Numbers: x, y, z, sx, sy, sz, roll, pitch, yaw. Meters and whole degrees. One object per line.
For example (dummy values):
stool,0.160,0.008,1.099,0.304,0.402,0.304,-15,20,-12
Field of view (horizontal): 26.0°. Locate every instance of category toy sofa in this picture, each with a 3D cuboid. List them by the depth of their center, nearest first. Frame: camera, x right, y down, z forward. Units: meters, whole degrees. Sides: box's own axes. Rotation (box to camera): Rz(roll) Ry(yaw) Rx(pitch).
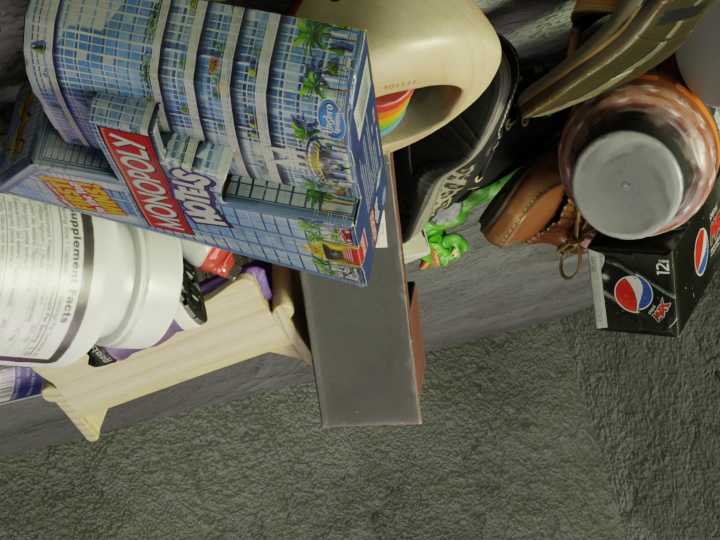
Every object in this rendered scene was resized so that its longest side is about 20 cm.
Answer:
toy sofa,-0.133,0.036,1.104,0.198,0.083,0.098,-20,130,16

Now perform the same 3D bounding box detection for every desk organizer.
desk organizer,0.000,0.000,1.060,0.071,0.202,0.077,-3,-154,9

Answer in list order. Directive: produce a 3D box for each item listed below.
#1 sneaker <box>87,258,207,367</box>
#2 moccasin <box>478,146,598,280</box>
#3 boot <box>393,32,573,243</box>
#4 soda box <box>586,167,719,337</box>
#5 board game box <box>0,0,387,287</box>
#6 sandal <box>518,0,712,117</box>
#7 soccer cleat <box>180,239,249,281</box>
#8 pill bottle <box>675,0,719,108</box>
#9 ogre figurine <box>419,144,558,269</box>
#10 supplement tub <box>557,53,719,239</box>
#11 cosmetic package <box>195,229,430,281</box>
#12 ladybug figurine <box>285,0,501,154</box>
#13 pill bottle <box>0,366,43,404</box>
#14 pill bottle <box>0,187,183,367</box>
sneaker,-0.158,-0.003,1.028,0.087,0.076,0.200,-30,-160,4
moccasin,0.155,-0.043,1.136,0.074,0.078,0.201,-48,160,26
boot,0.090,-0.113,1.059,0.153,0.074,0.204,-30,163,-32
soda box,0.228,-0.032,1.132,0.063,0.072,0.200,4,-150,28
board game box,-0.092,-0.065,0.748,0.197,0.062,0.200,10,164,7
sandal,0.159,-0.158,0.898,0.081,0.055,0.200,-16,159,-38
soccer cleat,-0.093,-0.057,1.025,0.069,0.085,0.200,-54,-174,20
pill bottle,0.303,-0.160,0.998,0.198,0.113,0.112,-13,172,-26
ogre figurine,0.072,-0.066,1.248,0.119,0.099,0.199,-28,-153,-24
supplement tub,0.190,-0.090,1.040,0.106,0.108,0.200,-20,-166,24
cosmetic package,-0.052,-0.028,1.194,0.199,0.107,0.071,-21,170,38
ladybug figurine,0.003,-0.111,0.834,0.134,0.073,0.200,-14,171,-12
pill bottle,-0.242,0.039,1.215,0.198,0.112,0.111,-12,171,-32
pill bottle,-0.201,-0.005,0.849,0.198,0.113,0.111,7,159,-39
